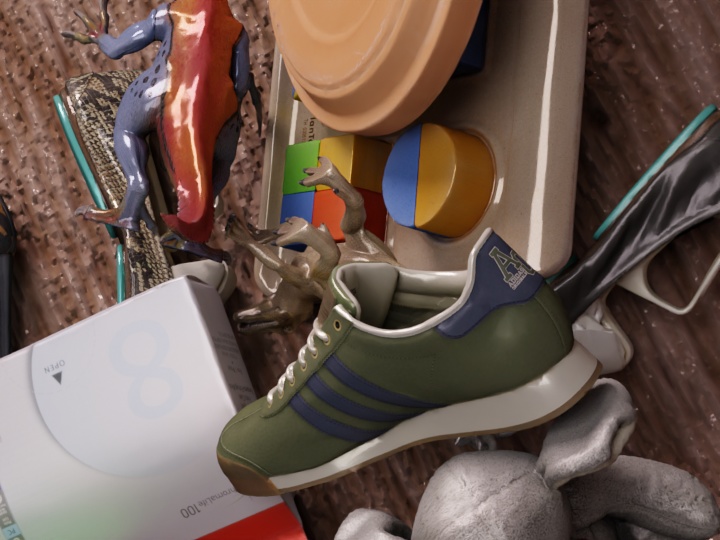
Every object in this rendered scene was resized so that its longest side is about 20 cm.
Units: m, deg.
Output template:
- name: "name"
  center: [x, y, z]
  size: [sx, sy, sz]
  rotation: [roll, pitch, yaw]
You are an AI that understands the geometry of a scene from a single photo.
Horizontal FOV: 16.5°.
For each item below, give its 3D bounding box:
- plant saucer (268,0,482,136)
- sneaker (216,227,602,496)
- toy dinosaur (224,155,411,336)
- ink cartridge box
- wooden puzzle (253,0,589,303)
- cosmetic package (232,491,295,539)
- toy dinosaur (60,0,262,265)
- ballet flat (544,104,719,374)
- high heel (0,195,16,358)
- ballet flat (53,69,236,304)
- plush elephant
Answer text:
- name: "plant saucer"
  center: [0.002, -0.165, 1.186]
  size: [0.200, 0.032, 0.201]
  rotation: [-14, 74, 60]
- name: "sneaker"
  center: [0.005, 0.035, 1.110]
  size: [0.200, 0.067, 0.090]
  rotation: [-17, 113, 33]
- name: "toy dinosaur"
  center: [0.000, 0.000, 1.194]
  size: [0.200, 0.101, 0.058]
  rotation: [4, 50, 52]
- name: "ink cartridge box"
  center: [-0.115, 0.124, 1.213]
  size: [0.160, 0.047, 0.200]
  rotation: [-24, 75, 14]
- name: "wooden puzzle"
  center: [0.020, -0.082, 1.232]
  size: [0.200, 0.046, 0.186]
  rotation: [-5, 75, 44]
- name: "cosmetic package"
  center: [-0.137, 0.180, 1.268]
  size: [0.151, 0.052, 0.200]
  rotation: [17, 85, 21]
- name: "toy dinosaur"
  center: [-0.070, -0.098, 1.245]
  size: [0.200, 0.105, 0.182]
  rotation: [11, 83, 61]
- name: "ballet flat"
  center: [0.121, 0.006, 1.193]
  size: [0.200, 0.068, 0.068]
  rotation: [-42, 84, 14]
- name: "high heel"
  center: [-0.284, 0.015, 1.345]
  size: [0.200, 0.071, 0.143]
  rotation: [-3, 83, 5]
- name: "ballet flat"
  center: [-0.106, -0.018, 1.297]
  size: [0.075, 0.068, 0.200]
  rotation: [-13, 71, -4]
- name: "plush elephant"
  center: [0.077, 0.132, 1.113]
  size: [0.165, 0.155, 0.200]
  rotation: [-35, 85, 10]
